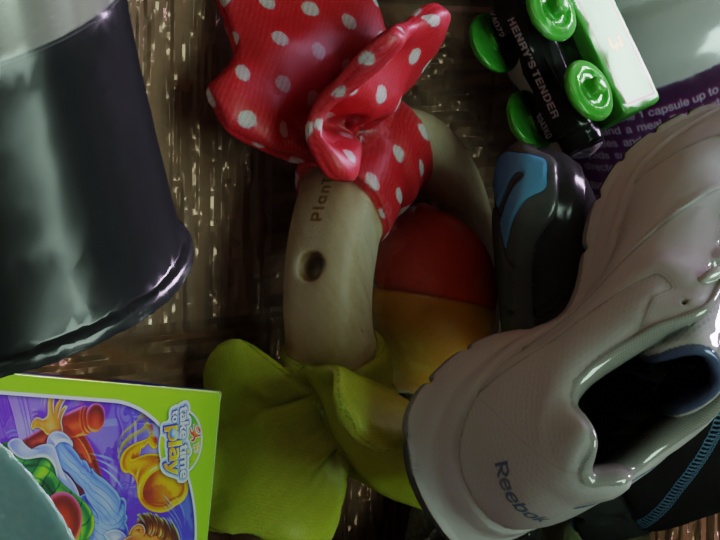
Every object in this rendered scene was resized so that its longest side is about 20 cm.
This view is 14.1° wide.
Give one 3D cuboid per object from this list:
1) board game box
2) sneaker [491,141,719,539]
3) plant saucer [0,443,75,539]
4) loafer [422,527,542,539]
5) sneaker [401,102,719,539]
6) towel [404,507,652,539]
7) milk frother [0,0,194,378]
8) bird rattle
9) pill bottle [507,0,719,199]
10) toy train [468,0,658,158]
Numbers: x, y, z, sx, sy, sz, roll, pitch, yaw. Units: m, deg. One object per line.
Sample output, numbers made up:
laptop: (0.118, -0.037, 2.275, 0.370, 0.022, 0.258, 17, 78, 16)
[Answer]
board game box: (-0.109, 0.130, 0.875, 0.134, 0.045, 0.201, 8, 87, -53)
sneaker: (0.097, 0.021, 1.032, 0.200, 0.082, 0.073, 64, 22, -49)
plant saucer: (-0.163, 0.122, 0.770, 0.200, 0.039, 0.202, -1, 91, -27)
loafer: (-0.002, 0.154, 0.997, 0.200, 0.071, 0.073, -54, 140, -30)
sneaker: (0.101, 0.016, 0.925, 0.200, 0.087, 0.075, -50, 114, -29)
towel: (0.070, 0.153, 1.127, 0.148, 0.036, 0.201, -27, 113, -50)
milk frother: (-0.124, -0.055, 0.683, 0.180, 0.200, 0.189, -19, 115, -20)
bird rattle: (0.000, 0.000, 0.999, 0.163, 0.112, 0.201, 20, 64, -64)
pill bottle: (0.117, -0.066, 1.105, 0.112, 0.112, 0.201, -49, 131, -39)
toy train: (0.044, -0.134, 1.007, 0.056, 0.042, 0.201, -24, 89, -48)
